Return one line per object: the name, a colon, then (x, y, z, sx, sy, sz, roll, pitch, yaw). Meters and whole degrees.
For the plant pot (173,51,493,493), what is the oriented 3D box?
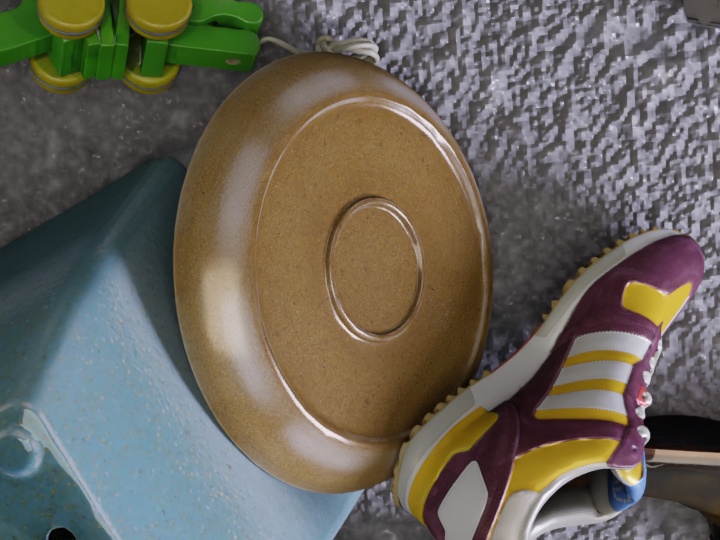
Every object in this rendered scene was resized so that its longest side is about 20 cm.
plant pot: (0.000, 0.000, 0.759, 0.027, 0.200, 0.201, -4, 106, 42)

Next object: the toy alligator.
toy alligator: (-0.091, -0.120, 0.792, 0.199, 0.059, 0.054, -2, 65, -15)

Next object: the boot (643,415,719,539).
boot: (0.189, 0.126, 0.837, 0.199, 0.075, 0.097, 2, 99, -3)

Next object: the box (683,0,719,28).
box: (0.256, -0.146, 0.770, 0.199, 0.095, 0.078, 1, 101, -3)

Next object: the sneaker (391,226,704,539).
sneaker: (0.110, 0.065, 0.782, 0.090, 0.075, 0.200, 37, 67, 28)

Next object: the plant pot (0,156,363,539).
plant pot: (-0.133, 0.095, 0.747, 0.195, 0.200, 0.197, -28, 101, 12)
